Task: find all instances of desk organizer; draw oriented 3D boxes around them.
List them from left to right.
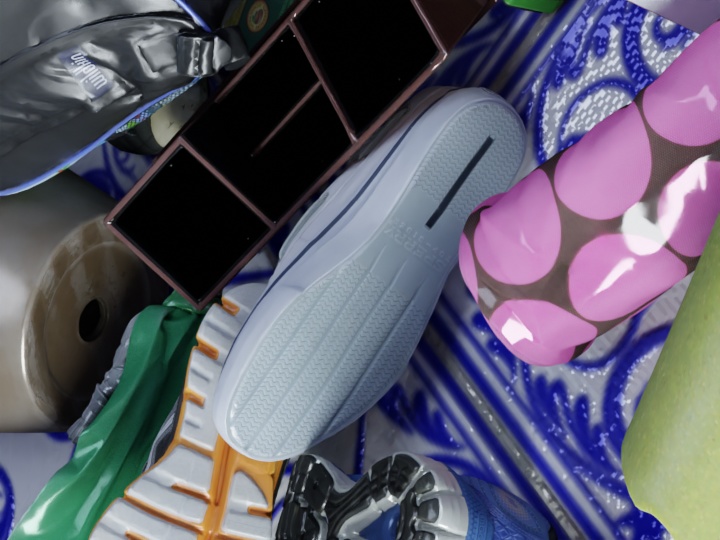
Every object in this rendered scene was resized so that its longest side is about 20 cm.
[{"bbox_3d":[-0.031,-0.076,1.027,0.200,0.072,0.077,-45,6,32],"label":"desk organizer"}]

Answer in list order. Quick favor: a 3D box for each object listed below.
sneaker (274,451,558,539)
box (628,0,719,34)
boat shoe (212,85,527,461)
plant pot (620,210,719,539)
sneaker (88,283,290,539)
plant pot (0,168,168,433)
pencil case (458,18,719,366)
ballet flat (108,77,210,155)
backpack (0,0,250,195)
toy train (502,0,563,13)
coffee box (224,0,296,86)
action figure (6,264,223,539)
[{"bbox_3d":[0.020,0.125,0.940,0.200,0.089,0.079,-12,62,65],"label":"sneaker"},{"bbox_3d":[0.135,-0.210,0.886,0.097,0.124,0.201,-32,56,36],"label":"box"},{"bbox_3d":[0.000,0.000,0.996,0.200,0.074,0.067,-49,28,-7],"label":"boat shoe"},{"bbox_3d":[0.187,0.024,0.733,0.201,0.200,0.185,54,129,41],"label":"plant pot"},{"bbox_3d":[-0.072,0.107,1.020,0.077,0.078,0.201,111,-175,-70],"label":"sneaker"},{"bbox_3d":[-0.204,0.009,1.148,0.173,0.200,0.201,16,90,31],"label":"plant pot"},{"bbox_3d":[0.132,-0.042,0.869,0.200,0.094,0.091,-36,99,33],"label":"pencil case"},{"bbox_3d":[-0.151,-0.108,1.203,0.200,0.057,0.067,22,95,47],"label":"ballet flat"},{"bbox_3d":[-0.166,-0.142,1.047,0.200,0.183,0.147,-33,22,33],"label":"backpack"},{"bbox_3d":[0.058,-0.203,1.029,0.056,0.042,0.201,-52,46,36],"label":"toy train"},{"bbox_3d":[-0.066,-0.176,1.146,0.200,0.044,0.123,25,97,47],"label":"coffee box"},{"bbox_3d":[-0.107,0.090,1.080,0.055,0.118,0.201,8,75,59],"label":"action figure"}]
